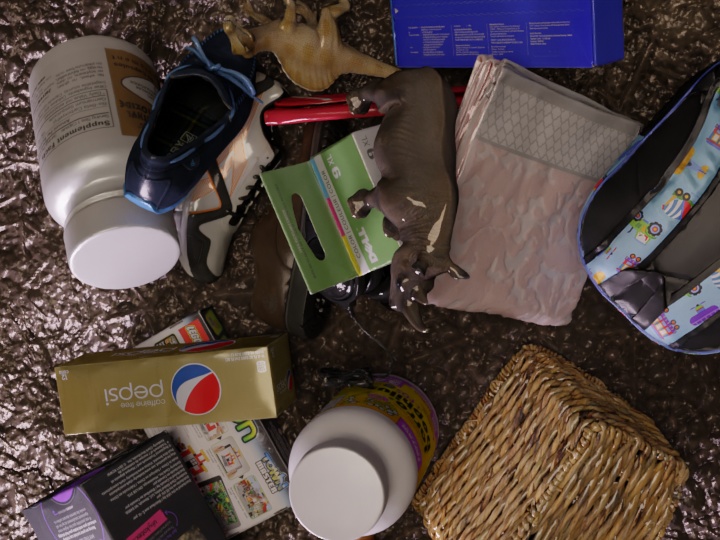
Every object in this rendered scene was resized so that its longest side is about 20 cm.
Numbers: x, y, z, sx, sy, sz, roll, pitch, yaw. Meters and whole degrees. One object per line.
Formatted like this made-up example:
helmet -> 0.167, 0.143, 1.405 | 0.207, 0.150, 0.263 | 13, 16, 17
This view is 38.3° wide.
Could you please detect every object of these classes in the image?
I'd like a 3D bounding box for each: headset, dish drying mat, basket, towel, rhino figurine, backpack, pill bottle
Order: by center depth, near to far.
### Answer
rhino figurine -> 0.036, -0.053, 0.735 | 0.087, 0.060, 0.200 | -25, 62, 49
backpack -> 0.275, -0.042, 0.813 | 0.183, 0.135, 0.200 | 44, 102, 3
towel -> 0.133, -0.053, 0.823 | 0.032, 0.200, 0.191 | 29, 103, 47
dish drying mat -> 0.026, -0.140, 0.852 | 0.200, 0.077, 0.018 | -2, 104, 16
pill bottle -> 0.002, 0.154, 0.859 | 0.104, 0.200, 0.104 | 1, 97, 11
pill bottle -> -0.213, -0.091, 0.879 | 0.114, 0.114, 0.200 | -26, 58, 13
headset -> 0.000, 0.000, 0.887 | 0.094, 0.123, 0.200 | -9, 77, 51
basket -> 0.167, 0.190, 0.900 | 0.143, 0.149, 0.200 | 26, 103, -26

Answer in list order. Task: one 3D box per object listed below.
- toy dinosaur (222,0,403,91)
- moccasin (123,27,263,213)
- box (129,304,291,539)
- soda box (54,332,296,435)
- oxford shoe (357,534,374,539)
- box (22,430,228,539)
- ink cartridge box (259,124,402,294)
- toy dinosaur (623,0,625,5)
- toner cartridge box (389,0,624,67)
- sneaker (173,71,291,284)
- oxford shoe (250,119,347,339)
toy dinosaur -> -0.036, -0.196, 0.892 | 0.058, 0.200, 0.101 | -35, 55, 52
moccasin -> -0.123, -0.131, 0.828 | 0.080, 0.200, 0.068 | 20, 142, -7
box -> -0.141, 0.146, 0.972 | 0.110, 0.035, 0.200 | -29, 90, 13
soda box -> -0.163, 0.100, 0.919 | 0.200, 0.068, 0.064 | -7, 95, 12
oxford shoe -> 0.003, 0.295, 0.948 | 0.071, 0.071, 0.200 | 7, 107, 1
box -> -0.194, 0.267, 0.941 | 0.122, 0.106, 0.200 | -28, 90, 43
ink cartridge box -> 0.028, -0.062, 0.830 | 0.059, 0.200, 0.104 | -24, 88, 47
toy dinosaur -> 0.150, -0.251, 0.854 | 0.136, 0.102, 0.200 | 23, 126, 22
toner cartridge box -> 0.109, -0.209, 0.817 | 0.200, 0.043, 0.095 | 12, 113, 44
sneaker -> -0.114, -0.083, 0.923 | 0.080, 0.074, 0.200 | 12, 99, 8
oxford shoe -> -0.061, -0.046, 0.918 | 0.084, 0.073, 0.200 | 14, 92, 25
